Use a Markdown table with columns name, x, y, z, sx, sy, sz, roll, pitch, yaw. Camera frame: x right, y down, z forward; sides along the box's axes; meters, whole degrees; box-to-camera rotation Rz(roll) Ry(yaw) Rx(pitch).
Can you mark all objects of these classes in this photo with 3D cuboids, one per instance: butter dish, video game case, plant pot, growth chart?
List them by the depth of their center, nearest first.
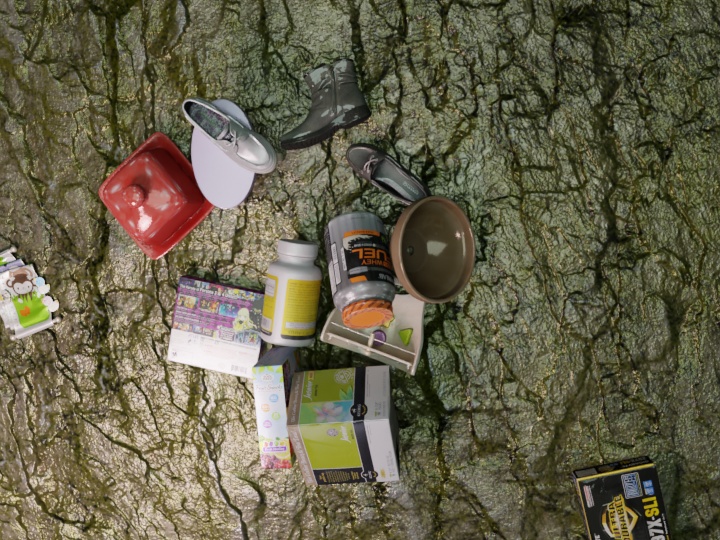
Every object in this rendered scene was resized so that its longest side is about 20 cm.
| name | x | y | z | sx | sy | sz | roll | pitch | yaw |
| --- | --- | --- | --- | --- | --- | --- | --- | --- | --- |
| plant pot | 0.124 | -0.039 | 1.289 | 0.199 | 0.092 | 0.204 | 0 | 89 | -36 |
| butter dish | -0.424 | -0.147 | 1.325 | 0.199 | 0.148 | 0.200 | -40 | 92 | 8 |
| video game case | -0.295 | 0.119 | 1.396 | 0.197 | 0.036 | 0.184 | 11 | 97 | 4 |
| growth chart | -0.744 | 0.049 | 1.444 | 0.144 | 0.018 | 0.202 | -29 | 93 | 7 |

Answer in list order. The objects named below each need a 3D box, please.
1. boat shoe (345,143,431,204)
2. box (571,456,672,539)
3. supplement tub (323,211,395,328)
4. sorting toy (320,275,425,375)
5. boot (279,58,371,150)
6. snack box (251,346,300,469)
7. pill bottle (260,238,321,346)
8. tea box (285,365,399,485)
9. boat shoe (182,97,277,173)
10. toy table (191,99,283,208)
| name | x | y | z | sx | sy | sz | roll | pitch | yaw |
| --- | --- | --- | --- | --- | --- | --- | --- | --- | --- |
| boat shoe | 0.056 | -0.190 | 1.316 | 0.199 | 0.057 | 0.067 | 34 | 98 | 1 |
| box | 0.531 | 0.492 | 1.347 | 0.158 | 0.049 | 0.203 | -13 | 94 | 5 |
| supplement tub | 0.000 | 0.000 | 1.273 | 0.121 | 0.123 | 0.202 | -13 | 65 | 7 |
| sorting toy | 0.049 | 0.089 | 1.333 | 0.198 | 0.107 | 0.182 | 19 | 86 | 13 |
| boot | -0.085 | -0.329 | 1.319 | 0.198 | 0.068 | 0.132 | -24 | 89 | 0 |
| snack box | -0.159 | 0.267 | 1.331 | 0.067 | 0.169 | 0.203 | -3 | 95 | 5 |
| pill bottle | -0.136 | 0.042 | 1.334 | 0.110 | 0.111 | 0.203 | 8 | 97 | 5 |
| tea box | -0.028 | 0.304 | 1.297 | 0.194 | 0.135 | 0.202 | -5 | 130 | 5 |
| boat shoe | -0.240 | -0.249 | 1.217 | 0.200 | 0.069 | 0.072 | 43 | 99 | -1 |
| toy table | -0.252 | -0.226 | 1.314 | 0.181 | 0.117 | 0.203 | 10 | 98 | 4 |
